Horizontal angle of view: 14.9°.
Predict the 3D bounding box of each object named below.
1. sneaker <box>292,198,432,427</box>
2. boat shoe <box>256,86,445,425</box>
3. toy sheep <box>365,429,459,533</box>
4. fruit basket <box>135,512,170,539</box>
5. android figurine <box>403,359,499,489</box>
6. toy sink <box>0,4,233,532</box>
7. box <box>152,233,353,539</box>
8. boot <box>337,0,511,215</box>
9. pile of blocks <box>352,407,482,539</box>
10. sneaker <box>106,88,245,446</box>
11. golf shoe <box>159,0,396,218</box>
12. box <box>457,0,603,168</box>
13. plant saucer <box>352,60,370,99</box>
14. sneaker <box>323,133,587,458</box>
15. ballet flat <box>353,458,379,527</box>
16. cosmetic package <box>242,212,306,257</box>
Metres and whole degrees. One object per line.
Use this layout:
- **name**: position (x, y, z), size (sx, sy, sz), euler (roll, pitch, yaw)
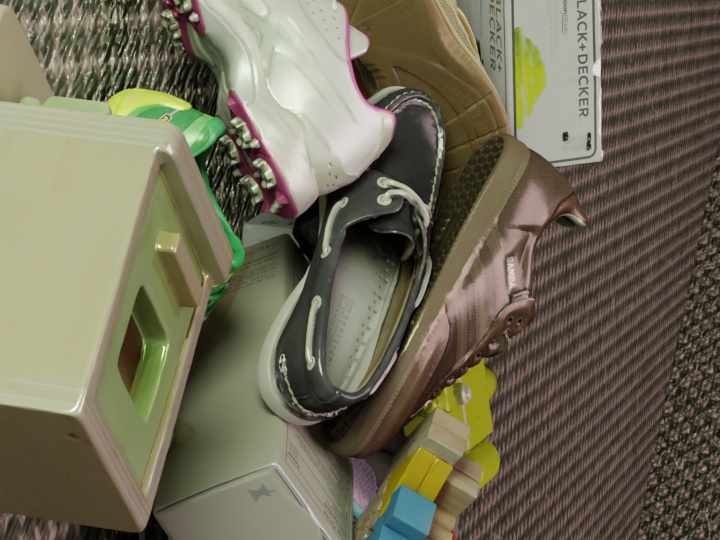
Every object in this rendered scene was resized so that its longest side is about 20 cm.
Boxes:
- **sneaker**: position (0.000, 0.000, 1.570), size (0.081, 0.074, 0.201), euler (16, 55, -36)
- **boat shoe**: position (0.006, -0.013, 1.457), size (0.060, 0.074, 0.201), euler (-17, -137, 57)
- **toy sheep**: position (0.001, 0.153, 1.818), size (0.200, 0.137, 0.138), euler (-63, 156, -48)
- **fruit basket**: position (-0.092, 0.188, 1.550), size (0.185, 0.093, 0.201), euler (54, 40, -69)
- **android figurine**: position (0.055, 0.053, 1.768), size (0.200, 0.041, 0.183), euler (-11, 94, -78)
- **toy sink**: position (-0.131, -0.003, 1.247), size (0.131, 0.111, 0.201), euler (73, 27, -60)
- **box**: position (-0.055, 0.083, 1.526), size (0.095, 0.077, 0.200), euler (59, 19, -32)
- **boot**: position (0.032, -0.138, 1.578), size (0.200, 0.073, 0.156), euler (60, 15, -27)
- **pile of blocks**: position (0.016, 0.176, 1.493), size (0.201, 0.062, 0.082), euler (-59, -167, 6)
- **sneaker**: position (-0.104, 0.009, 1.424), size (0.074, 0.083, 0.201), euler (-47, 142, -68)
- **golf shoe**: position (-0.051, -0.131, 1.439), size (0.201, 0.091, 0.075), euler (66, -15, -5)
- **box**: position (0.079, -0.140, 1.655), size (0.200, 0.060, 0.117), euler (-138, -137, -63)
- **plant saucer**: position (-0.010, -0.098, 1.702), size (0.200, 0.037, 0.201), euler (-18, 90, -71)
- **sneaker**: position (0.057, 0.026, 1.499), size (0.201, 0.075, 0.070), euler (-59, -160, -10)
- **ballet flat**: position (-0.034, 0.132, 1.653), size (0.200, 0.072, 0.072), euler (-173, -91, -75)
- **cosmetic package**: position (-0.019, 0.001, 1.803), size (0.200, 0.074, 0.102), euler (-41, 135, -69)
